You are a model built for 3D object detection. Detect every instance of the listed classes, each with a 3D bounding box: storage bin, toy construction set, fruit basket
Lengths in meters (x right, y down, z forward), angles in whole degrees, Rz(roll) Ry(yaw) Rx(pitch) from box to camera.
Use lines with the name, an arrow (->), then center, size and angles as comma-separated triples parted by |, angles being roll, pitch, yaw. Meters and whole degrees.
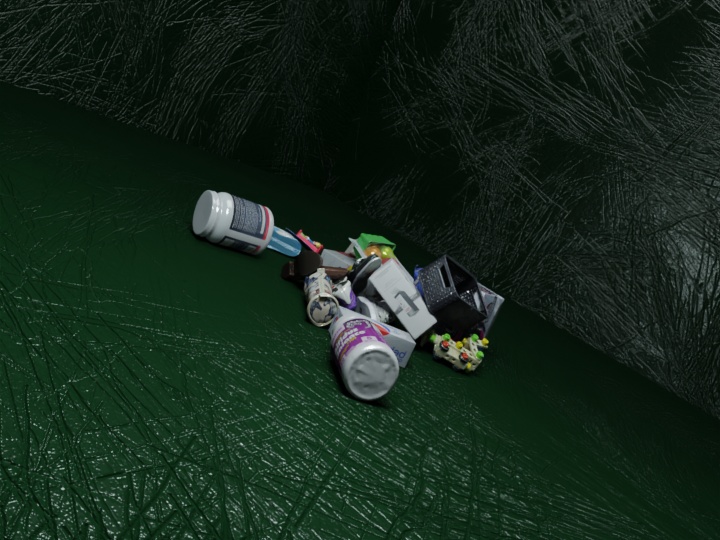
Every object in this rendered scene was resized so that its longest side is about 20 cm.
storage bin -> 0.252, 0.064, 1.654 | 0.199, 0.093, 0.138 | 32, 37, -47
toy construction set -> 0.249, 0.204, 1.654 | 0.195, 0.094, 0.132 | 18, 35, 3
fruit basket -> 0.067, -0.022, 1.925 | 0.183, 0.094, 0.202 | 5, 44, -47

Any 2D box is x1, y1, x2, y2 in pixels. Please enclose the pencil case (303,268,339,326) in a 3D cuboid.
pencil case -> -0.098, 0.066, 1.505 | 0.075, 0.092, 0.200 | -7, 17, -6

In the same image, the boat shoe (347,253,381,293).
boat shoe -> 0.000, 0.000, 1.750 | 0.074, 0.201, 0.061 | -14, 67, -33

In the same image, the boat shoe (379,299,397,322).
boat shoe -> 0.085, 0.111, 1.785 | 0.072, 0.061, 0.201 | 26, 31, 2

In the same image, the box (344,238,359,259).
box -> 0.041, -0.015, 2.063 | 0.200, 0.069, 0.082 | 43, -17, -14

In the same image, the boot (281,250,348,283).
boot -> -0.095, -0.001, 1.702 | 0.196, 0.066, 0.184 | 11, -14, -39

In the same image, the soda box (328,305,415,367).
soda box -> 0.027, 0.155, 1.431 | 0.196, 0.070, 0.064 | 23, 10, -17

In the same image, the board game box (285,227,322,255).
board game box -> -0.165, -0.090, 2.040 | 0.157, 0.039, 0.200 | 35, -8, 47

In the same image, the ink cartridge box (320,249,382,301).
ink cartridge box -> -0.023, 0.018, 1.928 | 0.197, 0.085, 0.145 | 30, 11, 26

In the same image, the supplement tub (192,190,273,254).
supplement tub -> -0.355, -0.135, 1.722 | 0.197, 0.143, 0.140 | 17, 13, -38

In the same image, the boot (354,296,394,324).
boot -> 0.047, 0.116, 1.610 | 0.093, 0.076, 0.200 | 6, 15, -12

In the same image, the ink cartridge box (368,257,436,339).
ink cartridge box -> 0.115, 0.072, 1.652 | 0.202, 0.084, 0.146 | 54, 7, -2

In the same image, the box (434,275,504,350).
box -> 0.310, 0.139, 1.806 | 0.113, 0.204, 0.131 | 13, 15, -43

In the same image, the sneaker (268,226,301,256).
sneaker -> -0.286, -0.108, 1.972 | 0.197, 0.078, 0.081 | 30, 2, -19

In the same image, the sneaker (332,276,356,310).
sneaker -> -0.051, 0.075, 1.682 | 0.085, 0.079, 0.200 | 60, -2, -8

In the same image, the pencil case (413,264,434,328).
pencil case -> 0.182, 0.091, 1.758 | 0.085, 0.206, 0.077 | -1, 11, -43

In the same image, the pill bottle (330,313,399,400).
pill bottle -> -0.001, 0.161, 1.214 | 0.110, 0.115, 0.200 | 21, 11, -19
